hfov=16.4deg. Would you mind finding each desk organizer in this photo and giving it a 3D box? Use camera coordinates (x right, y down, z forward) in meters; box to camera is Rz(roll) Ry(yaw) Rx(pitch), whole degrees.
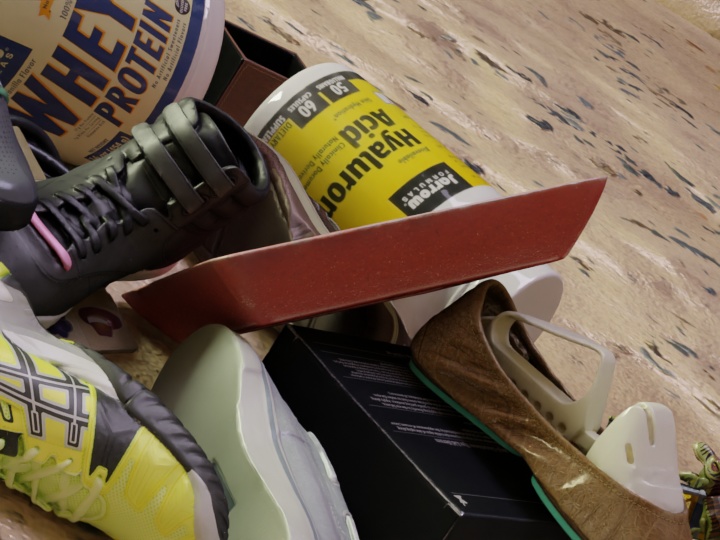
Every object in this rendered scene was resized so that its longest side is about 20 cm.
[{"bbox_3d":[-0.125,-0.126,1.556,0.200,0.077,0.072,23,20,-33],"label":"desk organizer"}]

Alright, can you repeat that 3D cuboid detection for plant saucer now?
[{"bbox_3d":[0.000,0.000,1.238,0.200,0.037,0.200,-13,-1,-19],"label":"plant saucer"}]

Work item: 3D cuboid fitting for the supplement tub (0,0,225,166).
[{"bbox_3d":[-0.191,-0.148,1.376,0.200,0.145,0.145,21,20,-36],"label":"supplement tub"}]

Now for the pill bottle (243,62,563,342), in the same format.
[{"bbox_3d":[0.023,-0.026,1.496,0.200,0.111,0.111,41,18,23],"label":"pill bottle"}]

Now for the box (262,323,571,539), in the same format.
[{"bbox_3d":[0.045,0.108,1.222,0.200,0.079,0.141,13,24,-51],"label":"box"}]

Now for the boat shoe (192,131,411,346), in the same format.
[{"bbox_3d":[-0.038,-0.002,1.410,0.075,0.075,0.202,35,15,-53],"label":"boat shoe"}]

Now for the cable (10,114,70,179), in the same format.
[{"bbox_3d":[-0.196,-0.036,1.214,0.200,0.051,0.163,25,21,-31],"label":"cable"}]

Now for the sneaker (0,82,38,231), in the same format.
[{"bbox_3d":[-0.194,-0.101,1.102,0.074,0.088,0.200,7,31,-47],"label":"sneaker"}]

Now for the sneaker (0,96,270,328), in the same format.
[{"bbox_3d":[-0.115,-0.033,1.146,0.071,0.099,0.200,55,28,8],"label":"sneaker"}]

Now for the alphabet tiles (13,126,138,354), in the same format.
[{"bbox_3d":[-0.186,-0.015,1.140,0.166,0.006,0.200,0,54,-55],"label":"alphabet tiles"}]

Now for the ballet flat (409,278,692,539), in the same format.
[{"bbox_3d":[0.103,0.074,1.168,0.068,0.072,0.200,14,27,-51],"label":"ballet flat"}]

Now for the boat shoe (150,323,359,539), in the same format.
[{"bbox_3d":[-0.044,0.101,1.111,0.071,0.070,0.201,38,15,-32],"label":"boat shoe"}]

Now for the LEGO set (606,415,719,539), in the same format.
[{"bbox_3d":[0.205,0.124,1.361,0.154,0.116,0.200,18,19,1],"label":"LEGO set"}]

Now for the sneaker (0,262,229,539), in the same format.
[{"bbox_3d":[-0.143,0.065,1.036,0.200,0.075,0.076,39,50,2],"label":"sneaker"}]
